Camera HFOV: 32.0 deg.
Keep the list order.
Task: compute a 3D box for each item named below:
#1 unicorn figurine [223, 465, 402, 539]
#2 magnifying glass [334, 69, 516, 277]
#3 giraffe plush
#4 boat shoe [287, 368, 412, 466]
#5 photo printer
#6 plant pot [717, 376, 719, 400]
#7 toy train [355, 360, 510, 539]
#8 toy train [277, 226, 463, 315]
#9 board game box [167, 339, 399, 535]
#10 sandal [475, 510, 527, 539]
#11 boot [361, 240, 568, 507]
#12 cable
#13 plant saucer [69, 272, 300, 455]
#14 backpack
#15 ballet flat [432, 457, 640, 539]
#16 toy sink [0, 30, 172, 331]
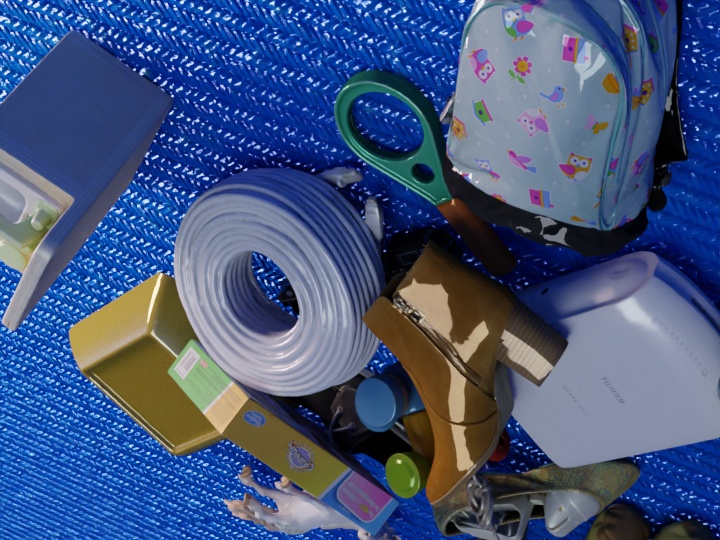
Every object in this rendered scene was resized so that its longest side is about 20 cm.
[{"bbox_3d":[-0.046,0.252,1.332,0.137,0.074,0.199,42,153,-28],"label":"unicorn figurine"},{"bbox_3d":[0.055,-0.072,0.977,0.079,0.022,0.200,-22,119,42],"label":"magnifying glass"},{"bbox_3d":[0.240,0.332,1.167,0.199,0.163,0.173,-8,127,35],"label":"giraffe plush"},{"bbox_3d":[-0.005,0.137,1.187,0.199,0.068,0.072,27,141,6],"label":"boat shoe"},{"bbox_3d":[0.202,0.073,1.000,0.199,0.070,0.167,-20,119,41],"label":"photo printer"},{"bbox_3d":[0.354,0.131,0.890,0.199,0.200,0.189,-24,103,43],"label":"plant pot"},{"bbox_3d":[0.068,0.168,1.082,0.084,0.115,0.202,-19,89,41],"label":"toy train"},{"bbox_3d":[0.000,0.000,1.070,0.199,0.034,0.046,-17,118,40],"label":"toy train"},{"bbox_3d":[-0.072,0.154,1.168,0.200,0.040,0.153,39,177,-31],"label":"board game box"},{"bbox_3d":[0.140,0.294,1.263,0.042,0.077,0.201,4,141,-12],"label":"sandal"},{"bbox_3d":[0.058,0.081,0.992,0.143,0.071,0.202,34,121,5],"label":"boot"},{"bbox_3d":[-0.068,0.013,1.059,0.198,0.069,0.202,4,115,34],"label":"cable"},{"bbox_3d":[-0.192,0.113,1.284,0.200,0.049,0.199,45,137,-18],"label":"plant saucer"},{"bbox_3d":[0.132,-0.115,0.810,0.166,0.127,0.201,20,135,16],"label":"backpack"},{"bbox_3d":[0.158,0.213,1.147,0.198,0.071,0.071,-9,127,23],"label":"ballet flat"},{"bbox_3d":[-0.261,-0.075,1.018,0.112,0.201,0.130,34,140,-6],"label":"toy sink"}]
